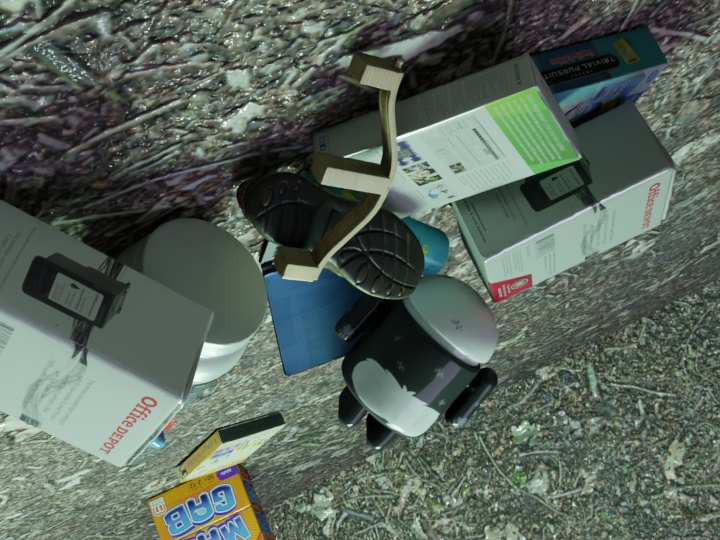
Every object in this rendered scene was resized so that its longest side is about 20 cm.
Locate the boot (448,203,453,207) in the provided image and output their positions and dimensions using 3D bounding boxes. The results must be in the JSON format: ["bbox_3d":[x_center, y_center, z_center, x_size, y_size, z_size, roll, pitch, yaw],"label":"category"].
[{"bbox_3d":[0.147,-0.075,1.093,0.143,0.073,0.201,-18,153,-21],"label":"boot"}]

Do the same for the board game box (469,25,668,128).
[{"bbox_3d":[0.175,-0.153,0.937,0.198,0.047,0.151,-19,162,-21],"label":"board game box"}]

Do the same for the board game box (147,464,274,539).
[{"bbox_3d":[-0.310,0.552,2.070,0.198,0.202,0.200,-24,163,-5],"label":"board game box"}]

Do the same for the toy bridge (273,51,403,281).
[{"bbox_3d":[-0.006,-0.079,0.778,0.066,0.027,0.202,7,121,-31],"label":"toy bridge"}]

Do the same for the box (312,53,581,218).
[{"bbox_3d":[0.078,-0.107,0.841,0.198,0.037,0.144,-16,156,22],"label":"box"}]

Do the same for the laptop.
[{"bbox_3d":[0.000,0.000,1.025,0.185,0.117,0.200,-18,162,-23],"label":"laptop"}]

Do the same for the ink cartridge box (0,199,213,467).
[{"bbox_3d":[-0.230,0.050,0.725,0.199,0.084,0.145,29,138,-16],"label":"ink cartridge box"}]

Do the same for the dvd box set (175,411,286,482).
[{"bbox_3d":[-0.242,0.328,1.796,0.145,0.030,0.200,-11,157,-39],"label":"dvd box set"}]

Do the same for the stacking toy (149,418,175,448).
[{"bbox_3d":[-0.192,0.084,1.051,0.200,0.116,0.110,-42,-158,-4],"label":"stacking toy"}]

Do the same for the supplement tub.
[{"bbox_3d":[-0.187,0.056,0.887,0.139,0.142,0.200,-7,156,-45],"label":"supplement tub"}]

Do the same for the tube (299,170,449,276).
[{"bbox_3d":[0.002,-0.041,0.956,0.198,0.051,0.078,16,116,-37],"label":"tube"}]

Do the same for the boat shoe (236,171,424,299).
[{"bbox_3d":[-0.026,-0.038,0.877,0.199,0.074,0.076,30,87,-34],"label":"boat shoe"}]

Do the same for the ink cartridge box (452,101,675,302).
[{"bbox_3d":[0.201,-0.064,0.970,0.198,0.084,0.145,-26,158,2],"label":"ink cartridge box"}]

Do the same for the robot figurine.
[{"bbox_3d":[0.059,0.097,1.051,0.200,0.125,0.150,-50,139,12],"label":"robot figurine"}]
